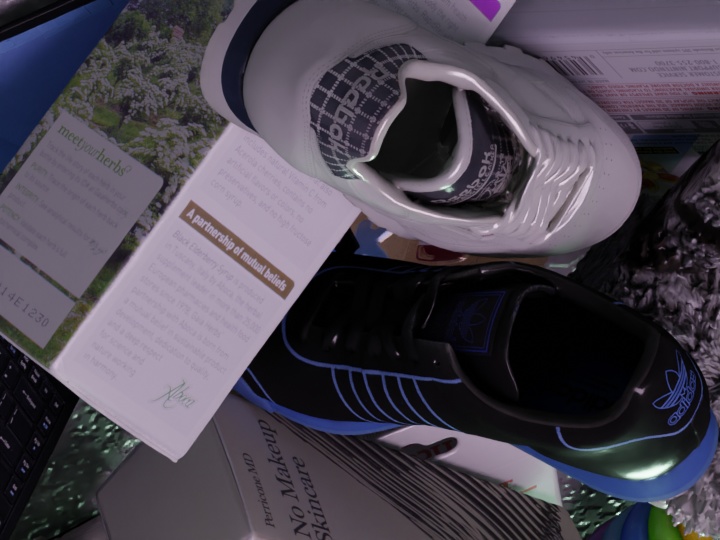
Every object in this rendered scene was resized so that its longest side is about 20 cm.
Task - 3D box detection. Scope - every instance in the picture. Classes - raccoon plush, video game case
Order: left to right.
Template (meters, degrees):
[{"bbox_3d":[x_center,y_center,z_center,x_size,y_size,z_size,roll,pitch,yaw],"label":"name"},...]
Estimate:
[{"bbox_3d":[0.137,-0.054,1.028,0.200,0.022,0.182,1,159,31],"label":"video game case"},{"bbox_3d":[0.141,0.040,1.047,0.097,0.134,0.200,-54,-175,-22],"label":"raccoon plush"}]

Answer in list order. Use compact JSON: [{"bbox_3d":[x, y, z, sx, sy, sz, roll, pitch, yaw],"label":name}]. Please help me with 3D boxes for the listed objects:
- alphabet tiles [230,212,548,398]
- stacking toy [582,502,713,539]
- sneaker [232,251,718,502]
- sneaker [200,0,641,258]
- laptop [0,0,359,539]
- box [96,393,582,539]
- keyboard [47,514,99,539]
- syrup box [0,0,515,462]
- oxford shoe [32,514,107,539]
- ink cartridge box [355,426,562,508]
[{"bbox_3d":[0.000,0.000,1.135,0.166,0.006,0.200,-3,132,-24],"label":"alphabet tiles"},{"bbox_3d":[0.153,0.109,1.219,0.085,0.086,0.200,-5,151,-23],"label":"stacking toy"},{"bbox_3d":[0.027,0.022,0.994,0.078,0.200,0.070,62,45,-58],"label":"sneaker"},{"bbox_3d":[0.036,-0.036,0.932,0.200,0.080,0.077,16,102,-49],"label":"sneaker"},{"bbox_3d":[-0.106,0.014,1.016,0.103,0.200,0.177,6,145,29],"label":"laptop"},{"bbox_3d":[0.003,0.115,1.081,0.200,0.082,0.068,21,122,-40],"label":"box"},{"bbox_3d":[-0.081,0.174,1.233,0.104,0.040,0.200,-28,138,0],"label":"keyboard"},{"bbox_3d":[-0.045,-0.047,0.968,0.200,0.079,0.081,-53,138,-4],"label":"syrup box"},{"bbox_3d":[-0.128,0.139,1.144,0.075,0.058,0.200,14,148,-44],"label":"oxford shoe"},{"bbox_3d":[0.022,0.103,1.189,0.115,0.068,0.200,-20,139,-6],"label":"ink cartridge box"}]
